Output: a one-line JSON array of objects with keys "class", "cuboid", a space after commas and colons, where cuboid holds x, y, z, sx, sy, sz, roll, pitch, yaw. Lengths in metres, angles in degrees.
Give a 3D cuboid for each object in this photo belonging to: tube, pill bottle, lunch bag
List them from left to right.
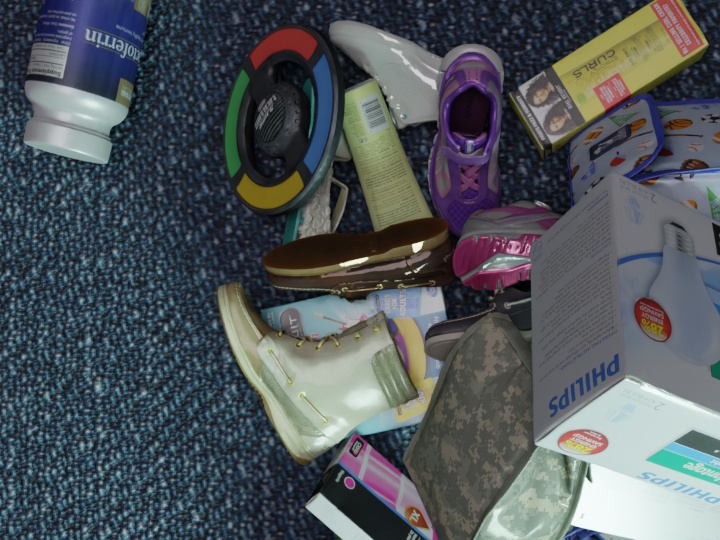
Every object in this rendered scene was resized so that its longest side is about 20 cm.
[{"class": "pill bottle", "cuboid": [-0.304, -0.228, 1.086, 0.113, 0.116, 0.204, 12, 89, 9]}, {"class": "tube", "cuboid": [0.027, -0.100, 1.054, 0.057, 0.052, 0.203, -9, 107, 46]}, {"class": "lunch bag", "cuboid": [0.136, 0.164, 0.930, 0.115, 0.165, 0.203, 6, 122, -23]}, {"class": "lunch bag", "cuboid": [0.300, -0.091, 0.950, 0.196, 0.171, 0.126, -1, 119, 11]}]

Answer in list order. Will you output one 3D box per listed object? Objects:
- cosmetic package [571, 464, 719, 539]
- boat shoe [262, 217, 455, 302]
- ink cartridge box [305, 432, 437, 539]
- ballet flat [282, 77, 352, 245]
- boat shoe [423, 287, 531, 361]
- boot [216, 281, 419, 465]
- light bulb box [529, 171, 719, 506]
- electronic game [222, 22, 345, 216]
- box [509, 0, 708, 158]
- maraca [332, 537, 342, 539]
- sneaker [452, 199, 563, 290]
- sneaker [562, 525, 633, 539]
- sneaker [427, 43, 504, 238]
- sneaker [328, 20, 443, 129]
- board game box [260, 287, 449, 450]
[{"class": "cosmetic package", "cuboid": [0.298, 0.187, 0.951, 0.196, 0.052, 0.153, 16, 103, -14]}, {"class": "boat shoe", "cuboid": [0.000, 0.000, 1.006, 0.196, 0.071, 0.071, -6, 122, 11]}, {"class": "ink cartridge box", "cuboid": [0.042, 0.264, 0.999, 0.200, 0.095, 0.037, 43, 128, -4]}, {"class": "ballet flat", "cuboid": [-0.043, -0.107, 1.074, 0.070, 0.072, 0.205, 8, 90, 9]}, {"class": "boat shoe", "cuboid": [0.154, 0.049, 1.013, 0.196, 0.073, 0.064, -7, 63, -11]}, {"class": "boot", "cuboid": [-0.044, 0.075, 1.000, 0.153, 0.072, 0.202, -29, 93, 6]}, {"class": "light bulb box", "cuboid": [0.255, 0.061, 0.832, 0.195, 0.125, 0.203, 20, 51, -18]}, {"class": "electronic game", "cuboid": [-0.084, -0.159, 1.039, 0.198, 0.041, 0.205, -9, 78, 48]}, {"class": "box", "cuboid": [0.257, -0.204, 1.033, 0.198, 0.050, 0.076, -31, 81, 5]}, {"class": "maraca", "cuboid": [-0.020, 0.367, 1.012, 0.136, 0.107, 0.202, 35, 92, 8]}, {"class": "sneaker", "cuboid": [0.189, -0.030, 0.994, 0.196, 0.089, 0.083, 7, 128, -4]}, {"class": "sneaker", "cuboid": [0.230, 0.263, 0.992, 0.199, 0.088, 0.076, 38, 94, 10]}, {"class": "sneaker", "cuboid": [0.109, -0.121, 1.005, 0.079, 0.089, 0.204, 0, 115, 2]}, {"class": "sneaker", "cuboid": [0.045, -0.200, 1.059, 0.197, 0.075, 0.090, 27, 102, 8]}, {"class": "board game box", "cuboid": [0.005, 0.096, 1.055, 0.196, 0.047, 0.154, -13, 85, 7]}]
